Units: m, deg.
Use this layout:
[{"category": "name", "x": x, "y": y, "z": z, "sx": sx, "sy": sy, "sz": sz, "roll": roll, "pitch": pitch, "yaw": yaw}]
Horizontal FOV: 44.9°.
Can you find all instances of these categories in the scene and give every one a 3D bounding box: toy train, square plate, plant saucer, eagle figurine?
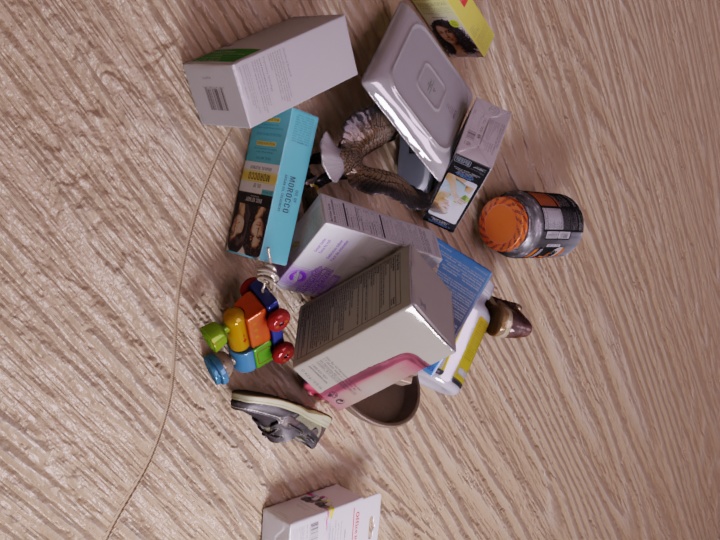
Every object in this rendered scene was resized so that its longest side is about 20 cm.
[{"category": "toy train", "x": -0.159, "y": 0.062, "z": 1.135, "sx": 0.115, "sy": 0.085, "sz": 0.201, "roll": -30, "pitch": 144, "yaw": -23}, {"category": "square plate", "x": 0.096, "y": -0.267, "z": 1.278, "sx": 0.198, "sy": 0.028, "sz": 0.201, "roll": 47, "pitch": 48, "yaw": -29}, {"category": "plant saucer", "x": 0.010, "y": 0.151, "z": 1.330, "sx": 0.199, "sy": 0.029, "sz": 0.202, "roll": 30, "pitch": 39, "yaw": -28}, {"category": "eagle figurine", "x": 0.003, "y": -0.154, "z": 1.234, "sx": 0.198, "sy": 0.152, "sz": 0.153, "roll": -13, "pitch": 131, "yaw": -12}]

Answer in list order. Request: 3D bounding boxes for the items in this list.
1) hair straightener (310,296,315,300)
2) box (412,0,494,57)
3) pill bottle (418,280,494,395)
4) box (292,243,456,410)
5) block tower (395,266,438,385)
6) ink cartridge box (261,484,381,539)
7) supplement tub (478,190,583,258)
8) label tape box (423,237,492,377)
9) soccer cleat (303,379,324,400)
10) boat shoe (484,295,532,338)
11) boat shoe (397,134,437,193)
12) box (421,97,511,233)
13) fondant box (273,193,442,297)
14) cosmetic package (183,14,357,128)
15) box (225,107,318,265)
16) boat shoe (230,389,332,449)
[{"category": "hair straightener", "x": 0.000, "y": 0.000, "z": 1.358, "sx": 0.201, "sy": 0.041, "sz": 0.077, "roll": -54, "pitch": 133, "yaw": -29}, {"category": "box", "x": 0.132, "y": -0.416, "z": 1.360, "sx": 0.200, "sy": 0.075, "sz": 0.051, "roll": 43, "pitch": 68, "yaw": -42}, {"category": "pill bottle", "x": 0.154, "y": 0.101, "z": 1.486, "sx": 0.112, "sy": 0.111, "sz": 0.202, "roll": 39, "pitch": 71, "yaw": -44}, {"category": "box", "x": 0.019, "y": 0.079, "z": 1.187, "sx": 0.109, "sy": 0.199, "sz": 0.129, "roll": 47, "pitch": 27, "yaw": -29}, {"category": "block tower", "x": 0.070, "y": 0.068, "z": 1.321, "sx": 0.057, "sy": 0.054, "sz": 0.202, "roll": 17, "pitch": 72, "yaw": -18}, {"category": "ink cartridge box", "x": -0.060, "y": 0.413, "z": 1.369, "sx": 0.199, "sy": 0.067, "sz": 0.117, "roll": -5, "pitch": 104, "yaw": -46}, {"category": "supplement tub", "x": 0.312, "y": -0.084, "z": 1.600, "sx": 0.199, "sy": 0.122, "sz": 0.124, "roll": -2, "pitch": 101, "yaw": -46}, {"category": "label tape box", "x": 0.101, "y": 0.053, "z": 1.397, "sx": 0.201, "sy": 0.142, "sz": 0.066, "roll": -57, "pitch": 178, "yaw": -17}, {"category": "soccer cleat", "x": -0.017, "y": 0.164, "z": 1.364, "sx": 0.199, "sy": 0.066, "sz": 0.078, "roll": 13, "pitch": 71, "yaw": -46}, {"category": "boat shoe", "x": 0.253, "y": 0.086, "z": 1.537, "sx": 0.071, "sy": 0.200, "sz": 0.073, "roll": 12, "pitch": 91, "yaw": -6}, {"category": "boat shoe", "x": 0.107, "y": -0.220, "z": 1.383, "sx": 0.068, "sy": 0.073, "sz": 0.202, "roll": 0, "pitch": 93, "yaw": -55}, {"category": "box", "x": 0.164, "y": -0.161, "z": 1.369, "sx": 0.200, "sy": 0.060, "sz": 0.118, "roll": 114, "pitch": -1, "yaw": -61}, {"category": "fondant box", "x": -0.006, "y": -0.017, "z": 1.228, "sx": 0.198, "sy": 0.144, "sz": 0.059, "roll": 17, "pitch": 44, "yaw": -30}, {"category": "cosmetic package", "x": -0.111, "y": -0.257, "z": 1.117, "sx": 0.199, "sy": 0.107, "sz": 0.086, "roll": -37, "pitch": 124, "yaw": -37}, {"category": "box", "x": -0.119, "y": -0.114, "z": 1.162, "sx": 0.049, "sy": 0.082, "sz": 0.203, "roll": 12, "pitch": 91, "yaw": -44}, {"category": "boat shoe", "x": -0.114, "y": 0.218, "z": 1.259, "sx": 0.199, "sy": 0.073, "sz": 0.066, "roll": 27, "pitch": 75, "yaw": -47}]
